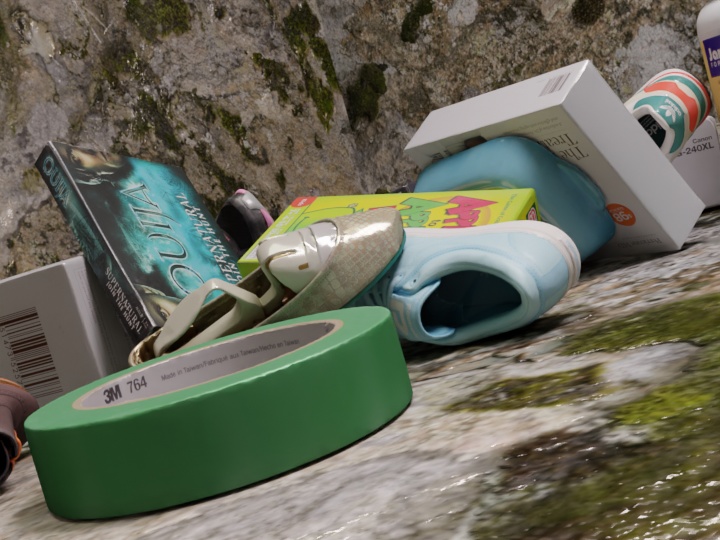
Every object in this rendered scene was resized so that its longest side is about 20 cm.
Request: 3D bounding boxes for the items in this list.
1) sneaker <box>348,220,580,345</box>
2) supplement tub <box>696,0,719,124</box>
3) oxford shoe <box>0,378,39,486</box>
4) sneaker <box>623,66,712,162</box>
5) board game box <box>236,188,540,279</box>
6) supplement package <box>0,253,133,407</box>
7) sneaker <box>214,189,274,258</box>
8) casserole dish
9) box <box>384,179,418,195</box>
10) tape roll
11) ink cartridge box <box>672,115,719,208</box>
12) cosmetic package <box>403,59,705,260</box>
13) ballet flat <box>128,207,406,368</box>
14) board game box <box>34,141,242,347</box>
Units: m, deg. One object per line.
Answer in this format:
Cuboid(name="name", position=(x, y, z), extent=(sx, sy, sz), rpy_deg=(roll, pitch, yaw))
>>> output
Cuboid(name="sneaker", position=(0.035, 0.014, 0.738), extent=(0.199, 0.074, 0.082), rpy_deg=(-15, 11, 33))
Cuboid(name="supplement tub", position=(0.346, -0.157, 0.907), extent=(0.145, 0.201, 0.145), rpy_deg=(-16, 5, 1))
Cuboid(name="oxford shoe", position=(-0.232, 0.109, 0.696), extent=(0.072, 0.072, 0.200), rpy_deg=(14, 7, 9))
Cuboid(name="sneaker", position=(0.203, -0.082, 0.968), extent=(0.093, 0.070, 0.200), rpy_deg=(-37, -9, -50))
Cuboid(name="board game box", position=(0.022, -0.013, 0.849), extent=(0.199, 0.048, 0.102), rpy_deg=(-1, 30, 28))
Cuboid(name="supplement package", position=(-0.204, 0.042, 0.940), extent=(0.117, 0.118, 0.200), rpy_deg=(-16, 4, 26))
Cuboid(name="sneaker", position=(-0.150, -0.001, 1.228), extent=(0.095, 0.079, 0.200), rpy_deg=(-29, -23, -37))
Cuboid(name="casserole dish", position=(0.111, -0.040, 0.918), extent=(0.039, 0.121, 0.200), rpy_deg=(-55, 18, -24))
Cuboid(name="box", position=(0.020, -0.045, 1.183), extent=(0.200, 0.049, 0.161), rpy_deg=(-27, -2, 36))
Cuboid(name="tape roll", position=(-0.073, 0.070, 0.615), extent=(0.199, 0.048, 0.200), rpy_deg=(-15, 4, 1))
Cuboid(name="ink cartridge box", position=(0.269, -0.094, 1.131), extent=(0.145, 0.084, 0.200), rpy_deg=(-15, 6, 11))
Cuboid(name="cosmetic package", position=(0.146, -0.074, 0.916), extent=(0.052, 0.151, 0.200), rpy_deg=(-55, 22, -22))
Cuboid(name="ballet flat", position=(-0.060, 0.017, 0.730), extent=(0.200, 0.062, 0.068), rpy_deg=(-39, 36, 4))
Cuboid(name="board game box", position=(-0.152, -0.016, 0.887), extent=(0.135, 0.200, 0.028), rpy_deg=(8, -52, -49))
